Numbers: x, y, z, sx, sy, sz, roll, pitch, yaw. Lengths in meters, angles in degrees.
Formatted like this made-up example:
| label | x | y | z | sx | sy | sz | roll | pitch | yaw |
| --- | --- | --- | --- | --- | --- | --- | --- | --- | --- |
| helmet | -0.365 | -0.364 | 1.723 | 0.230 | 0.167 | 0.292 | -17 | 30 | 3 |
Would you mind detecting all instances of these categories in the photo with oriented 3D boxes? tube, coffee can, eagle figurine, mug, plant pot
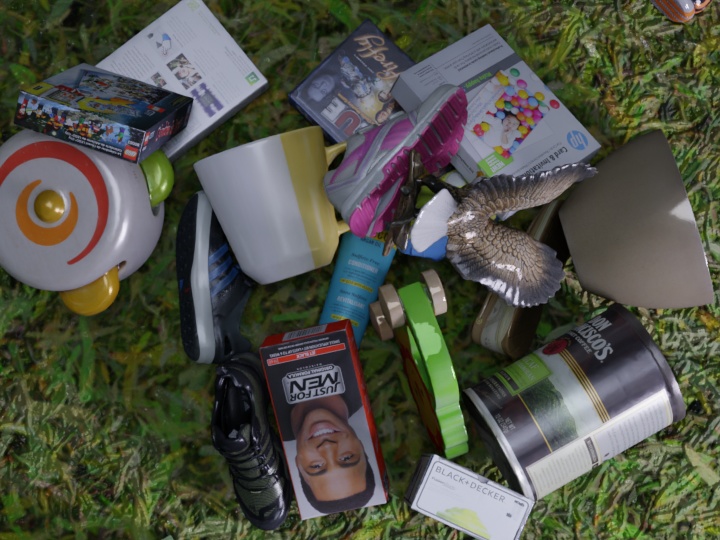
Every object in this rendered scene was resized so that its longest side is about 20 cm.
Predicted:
| label | x | y | z | sx | sy | sz | roll | pitch | yaw |
| --- | --- | --- | --- | --- | --- | --- | --- | --- | --- |
| tube | 0.000 | 0.000 | 1.506 | 0.077 | 0.050 | 0.200 | 20 | 76 | -8 |
| coffee can | 0.232 | 0.148 | 1.435 | 0.200 | 0.146 | 0.147 | -29 | 84 | -5 |
| eagle figurine | 0.136 | -0.058 | 1.356 | 0.199 | 0.152 | 0.151 | 17 | 70 | 2 |
| mug | -0.079 | -0.073 | 1.457 | 0.186 | 0.149 | 0.154 | -16 | 92 | 26 |
| plant pot | 0.296 | -0.042 | 1.448 | 0.134 | 0.200 | 0.201 | -16 | 83 | 10 |

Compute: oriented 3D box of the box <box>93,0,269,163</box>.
| label | x | y | z | sx | sy | sz | roll | pitch | yaw |
| --- | --- | --- | --- | --- | --- | --- | --- | --- | --- |
| box | -0.228 | -0.213 | 1.534 | 0.200 | 0.036 | 0.144 | -38 | 85 | -7 |

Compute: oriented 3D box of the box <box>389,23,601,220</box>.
| label | x | y | z | sx | sy | sz | roll | pitch | yaw |
| --- | --- | --- | --- | --- | --- | --- | --- | --- | --- |
| box | 0.154 | -0.172 | 1.491 | 0.156 | 0.041 | 0.200 | -33 | 78 | -31 |

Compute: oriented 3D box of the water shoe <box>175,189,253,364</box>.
| label | x | y | z | sx | sy | sz | roll | pitch | yaw |
| --- | --- | --- | --- | --- | --- | --- | --- | --- | --- |
| water shoe | -0.165 | 0.009 | 1.499 | 0.079 | 0.071 | 0.201 | 4 | 79 | -28 |

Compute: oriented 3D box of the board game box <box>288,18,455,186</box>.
| label | x | y | z | sx | sy | sz | roll | pitch | yaw |
| --- | --- | --- | --- | --- | --- | --- | --- | --- | --- |
| board game box | 0.032 | -0.179 | 1.525 | 0.200 | 0.035 | 0.135 | 44 | 81 | 8 |

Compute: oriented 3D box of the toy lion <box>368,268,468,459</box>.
| label | x | y | z | sx | sy | sz | roll | pitch | yaw |
| --- | --- | --- | --- | --- | --- | --- | --- | --- | --- |
| toy lion | 0.073 | 0.109 | 1.410 | 0.068 | 0.200 | 0.192 | -19 | 82 | -6 |

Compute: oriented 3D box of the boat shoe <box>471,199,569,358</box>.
| label | x | y | z | sx | sy | sz | roll | pitch | yaw |
| --- | --- | --- | --- | --- | --- | --- | --- | --- | --- |
| boat shoe | 0.182 | 0.003 | 1.490 | 0.066 | 0.074 | 0.200 | 8 | 61 | 37 |

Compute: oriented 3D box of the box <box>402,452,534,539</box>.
| label | x | y | z | sx | sy | sz | roll | pitch | yaw |
| --- | --- | --- | --- | --- | --- | --- | --- | --- | --- |
| box | 0.110 | 0.245 | 1.392 | 0.116 | 0.200 | 0.060 | 25 | 82 | 2 |

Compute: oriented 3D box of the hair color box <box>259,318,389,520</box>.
| label | x | y | z | sx | sy | sz | roll | pitch | yaw |
| --- | --- | --- | --- | --- | --- | --- | --- | --- | --- |
| hair color box | -0.038 | 0.164 | 1.441 | 0.101 | 0.061 | 0.201 | -13 | 99 | 6 |

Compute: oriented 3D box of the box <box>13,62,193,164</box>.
| label | x | y | z | sx | sy | sz | roll | pitch | yaw |
| --- | --- | --- | --- | --- | --- | --- | --- | --- | --- |
| box | -0.273 | -0.173 | 1.413 | 0.136 | 0.200 | 0.038 | 19 | 109 | 2 |

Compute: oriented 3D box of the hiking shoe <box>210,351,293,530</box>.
| label | x | y | z | sx | sy | sz | roll | pitch | yaw |
| --- | --- | --- | --- | --- | --- | --- | --- | --- | --- |
| hiking shoe | -0.131 | 0.194 | 1.431 | 0.076 | 0.101 | 0.201 | -11 | 92 | 22 |

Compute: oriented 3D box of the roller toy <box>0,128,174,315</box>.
| label | x | y | z | sx | sy | sz | roll | pitch | yaw |
| --- | --- | --- | --- | --- | --- | --- | --- | --- | --- |
| roller toy | -0.322 | -0.067 | 1.443 | 0.182 | 0.140 | 0.200 | 23 | 96 | 9 |

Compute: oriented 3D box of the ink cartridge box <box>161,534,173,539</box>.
| label | x | y | z | sx | sy | sz | roll | pitch | yaw |
| --- | --- | --- | --- | --- | --- | --- | --- | --- | --- |
| ink cartridge box | -0.190 | 0.392 | 1.416 | 0.059 | 0.104 | 0.200 | -28 | 84 | -5 |

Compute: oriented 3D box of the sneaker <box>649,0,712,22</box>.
| label | x | y | z | sx | sy | sz | roll | pitch | yaw |
| --- | --- | --- | --- | --- | --- | --- | --- | --- | --- |
| sneaker | 0.358 | -0.401 | 1.556 | 0.112 | 0.078 | 0.200 | -43 | 96 | -10 |

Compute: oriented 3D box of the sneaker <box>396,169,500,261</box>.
| label | x | y | z | sx | sy | sz | roll | pitch | yaw |
| --- | --- | --- | --- | --- | --- | --- | --- | --- | --- |
| sneaker | 0.118 | -0.069 | 1.507 | 0.200 | 0.105 | 0.076 | -15 | 63 | -31 |

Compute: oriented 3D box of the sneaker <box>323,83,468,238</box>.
| label | x | y | z | sx | sy | sz | roll | pitch | yaw |
| --- | --- | --- | --- | --- | --- | --- | --- | --- | --- |
| sneaker | 0.033 | -0.133 | 1.403 | 0.200 | 0.081 | 0.088 | -45 | 57 | -13 |
